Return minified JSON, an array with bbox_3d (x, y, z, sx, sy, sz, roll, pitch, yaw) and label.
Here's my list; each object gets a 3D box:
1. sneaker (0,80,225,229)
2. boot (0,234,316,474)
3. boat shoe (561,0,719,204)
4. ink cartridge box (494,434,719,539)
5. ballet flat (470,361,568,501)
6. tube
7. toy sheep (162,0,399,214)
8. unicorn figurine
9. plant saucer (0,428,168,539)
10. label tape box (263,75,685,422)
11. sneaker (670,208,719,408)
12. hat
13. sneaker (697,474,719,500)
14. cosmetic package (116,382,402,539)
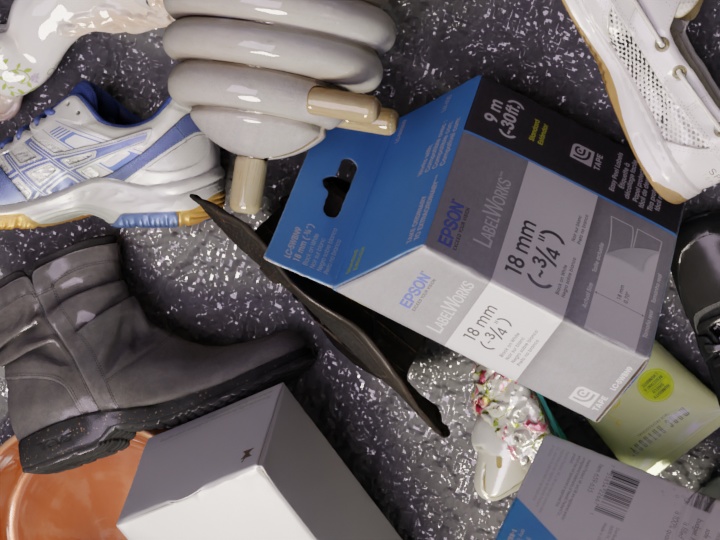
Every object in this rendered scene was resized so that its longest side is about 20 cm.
[{"bbox_3d":[-0.178,-0.071,1.329,0.200,0.075,0.088,-2,99,11],"label":"sneaker"},{"bbox_3d":[-0.137,0.036,1.342,0.200,0.070,0.132,-18,79,4],"label":"boot"},{"bbox_3d":[0.154,-0.139,1.177,0.069,0.071,0.200,-26,92,22],"label":"boat shoe"},{"bbox_3d":[0.168,0.180,1.174,0.200,0.116,0.067,21,135,11],"label":"ink cartridge box"},{"bbox_3d":[0.106,0.133,1.278,0.064,0.076,0.200,-31,95,-7],"label":"ballet flat"},{"bbox_3d":[0.121,0.031,1.259,0.200,0.052,0.058,47,160,-3],"label":"tube"},{"bbox_3d":[-0.041,-0.129,1.166,0.138,0.138,0.200,9,84,17],"label":"toy sheep"},{"bbox_3d":[-0.185,-0.162,1.303,0.137,0.074,0.200,42,131,-7],"label":"unicorn figurine"},{"bbox_3d":[-0.159,0.183,1.419,0.200,0.032,0.201,6,109,19],"label":"plant saucer"},{"bbox_3d":[0.067,-0.028,1.177,0.200,0.144,0.063,26,136,-6],"label":"label tape box"},{"bbox_3d":[0.229,0.061,1.206,0.076,0.088,0.200,-27,97,25],"label":"sneaker"},{"bbox_3d":[0.000,0.000,1.245,0.201,0.201,0.081,42,86,3],"label":"hat"},{"bbox_3d":[0.203,0.214,1.266,0.074,0.087,0.200,15,110,17],"label":"sneaker"},{"bbox_3d":[-0.041,0.178,1.312,0.107,0.085,0.200,-22,117,24],"label":"cosmetic package"}]
